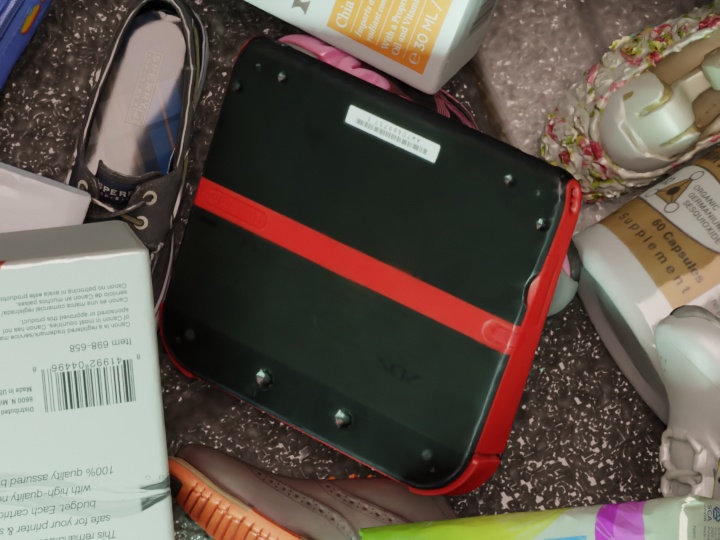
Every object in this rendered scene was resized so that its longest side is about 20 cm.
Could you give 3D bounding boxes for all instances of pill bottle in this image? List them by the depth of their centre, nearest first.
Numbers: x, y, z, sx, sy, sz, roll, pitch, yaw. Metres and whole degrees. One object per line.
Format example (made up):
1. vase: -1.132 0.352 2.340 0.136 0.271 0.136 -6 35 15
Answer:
1. pill bottle: 0.212 -0.016 1.456 0.200 0.114 0.114 -31 81 -6

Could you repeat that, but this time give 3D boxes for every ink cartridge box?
1. ink cartridge box: -0.168 0.087 1.410 0.144 0.084 0.200 -6 101 -10

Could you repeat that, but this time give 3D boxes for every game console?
1. game console: 0.000 0.000 1.433 0.200 0.031 0.177 25 105 26

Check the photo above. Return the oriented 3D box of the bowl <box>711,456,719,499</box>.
1. bowl: 0.265 0.115 1.308 0.201 0.094 0.201 -2 98 -12

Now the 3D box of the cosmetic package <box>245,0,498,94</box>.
1. cosmetic package: -0.023 -0.181 1.456 0.200 0.071 0.101 27 120 10

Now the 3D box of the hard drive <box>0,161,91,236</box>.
1. hard drive: -0.228 0.035 1.447 0.132 0.025 0.200 19 97 -12

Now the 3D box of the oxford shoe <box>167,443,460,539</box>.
1. oxford shoe: -0.004 0.127 1.458 0.200 0.071 0.073 27 72 -4

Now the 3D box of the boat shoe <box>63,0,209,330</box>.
1. boat shoe: -0.117 -0.046 1.484 0.070 0.066 0.200 16 80 3

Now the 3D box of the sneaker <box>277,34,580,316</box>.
1. sneaker: 0.043 -0.054 1.467 0.200 0.095 0.079 43 120 20

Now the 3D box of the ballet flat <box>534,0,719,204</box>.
1. ballet flat: 0.172 -0.096 1.469 0.200 0.064 0.076 -35 103 11

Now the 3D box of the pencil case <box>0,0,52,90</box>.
1. pencil case: -0.202 -0.122 1.490 0.087 0.078 0.200 24 78 41

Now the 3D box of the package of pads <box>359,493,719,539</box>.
1. package of pads: 0.088 0.187 1.330 0.200 0.068 0.155 -10 75 42

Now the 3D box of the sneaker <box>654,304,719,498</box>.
1. sneaker: 0.173 0.112 1.373 0.087 0.075 0.200 -24 105 -14
